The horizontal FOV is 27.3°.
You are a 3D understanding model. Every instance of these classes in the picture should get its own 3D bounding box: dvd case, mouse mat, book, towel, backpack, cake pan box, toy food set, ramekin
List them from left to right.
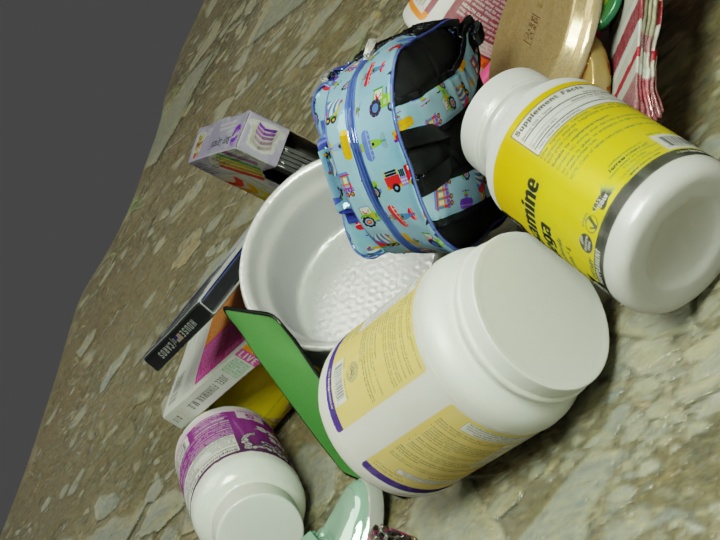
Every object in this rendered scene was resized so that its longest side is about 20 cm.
[{"bbox_3d":[-0.124,-0.003,1.436,0.200,0.025,0.150,-54,7,-36],"label":"dvd case"},{"bbox_3d":[-0.127,0.062,1.506,0.200,0.048,0.134,-40,26,43],"label":"book"},{"bbox_3d":[-0.082,-0.112,1.670,0.200,0.183,0.053,-2,66,66],"label":"cake pan box"},{"bbox_3d":[-0.042,0.112,1.292,0.008,0.201,0.161,-38,15,-17],"label":"mouse mat"},{"bbox_3d":[0.000,0.000,1.336,0.199,0.098,0.202,-12,59,20],"label":"ramekin"},{"bbox_3d":[0.036,-0.092,1.161,0.134,0.184,0.200,-14,13,24],"label":"backpack"},{"bbox_3d":[0.164,-0.196,1.238,0.200,0.048,0.200,-162,86,-74],"label":"toy food set"},{"bbox_3d":[0.211,-0.180,1.143,0.144,0.023,0.202,98,178,-73],"label":"towel"}]

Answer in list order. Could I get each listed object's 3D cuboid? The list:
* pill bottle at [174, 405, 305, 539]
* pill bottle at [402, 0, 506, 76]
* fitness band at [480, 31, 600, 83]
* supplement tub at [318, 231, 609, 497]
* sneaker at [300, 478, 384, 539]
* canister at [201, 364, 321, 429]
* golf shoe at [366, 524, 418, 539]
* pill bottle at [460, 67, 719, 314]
[{"bbox_3d":[-0.114,0.215,1.437,0.113,0.112,0.200,-60,21,7],"label":"pill bottle"},{"bbox_3d":[0.141,-0.301,1.465,0.200,0.114,0.114,-53,22,22],"label":"pill bottle"},{"bbox_3d":[0.149,-0.168,1.391,0.200,0.037,0.144,-41,29,43],"label":"fitness band"},{"bbox_3d":[0.075,0.071,1.107,0.200,0.145,0.146,-39,30,46],"label":"supplement tub"},{"bbox_3d":[-0.063,0.252,1.255,0.201,0.118,0.074,-63,18,-5],"label":"sneaker"},{"bbox_3d":[-0.088,0.080,1.585,0.200,0.086,0.149,-51,23,24],"label":"canister"},{"bbox_3d":[0.031,0.264,1.088,0.200,0.072,0.093,-121,54,-78],"label":"golf shoe"},{"bbox_3d":[0.159,-0.064,1.029,0.113,0.112,0.200,-58,43,10],"label":"pill bottle"}]
